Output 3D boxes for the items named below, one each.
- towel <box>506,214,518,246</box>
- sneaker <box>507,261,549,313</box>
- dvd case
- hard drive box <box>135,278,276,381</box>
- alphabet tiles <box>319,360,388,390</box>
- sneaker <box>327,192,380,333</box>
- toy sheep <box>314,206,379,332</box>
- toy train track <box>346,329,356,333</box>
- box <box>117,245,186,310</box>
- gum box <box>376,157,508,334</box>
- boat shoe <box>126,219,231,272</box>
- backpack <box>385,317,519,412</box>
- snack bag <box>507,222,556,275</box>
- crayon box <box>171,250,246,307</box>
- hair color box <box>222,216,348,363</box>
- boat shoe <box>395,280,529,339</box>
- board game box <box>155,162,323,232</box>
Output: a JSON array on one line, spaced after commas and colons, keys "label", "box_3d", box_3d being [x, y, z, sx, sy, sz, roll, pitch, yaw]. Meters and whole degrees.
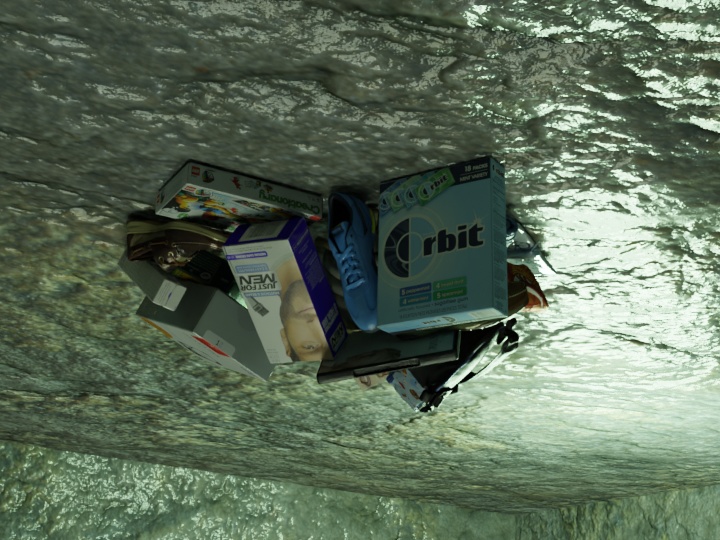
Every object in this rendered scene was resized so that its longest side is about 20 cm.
[{"label": "towel", "box_3d": [0.143, -0.028, 1.574, 0.111, 0.049, 0.200, 0, 155, -17]}, {"label": "sneaker", "box_3d": [0.221, 0.031, 1.635, 0.077, 0.073, 0.200, -36, 150, 23]}, {"label": "dvd case", "box_3d": [0.043, 0.108, 1.544, 0.199, 0.018, 0.143, -11, -163, 11]}, {"label": "hard drive box", "box_3d": [-0.230, 0.086, 1.685, 0.156, 0.077, 0.200, 38, 163, -32]}, {"label": "alphabet tiles", "box_3d": [-0.005, 0.098, 1.778, 0.167, 0.008, 0.201, -27, 110, 14]}, {"label": "sneaker", "box_3d": [-0.012, -0.013, 1.462, 0.066, 0.201, 0.078, -23, 150, 25]}, {"label": "toy sheep", "box_3d": [0.000, 0.000, 1.580, 0.137, 0.138, 0.201, 4, 123, -3]}, {"label": "toy train track", "box_3d": [-0.067, 0.085, 1.719, 0.199, 0.033, 0.115, 15, 160, -27]}, {"label": "box", "box_3d": [-0.315, 0.008, 1.638, 0.039, 0.042, 0.200, 26, -178, -31]}, {"label": "gum box", "box_3d": [0.103, -0.030, 1.401, 0.169, 0.201, 0.044, -11, 157, 32]}, {"label": "boat shoe", "box_3d": [-0.264, -0.032, 1.564, 0.199, 0.072, 0.072, 5, 173, 36]}, {"label": "backpack", "box_3d": [0.118, 0.131, 1.698, 0.200, 0.154, 0.191, -34, 163, -23]}, {"label": "snack bag", "box_3d": [0.185, -0.022, 1.670, 0.187, 0.022, 0.200, -6, 158, 22]}, {"label": "crayon box", "box_3d": [-0.229, 0.026, 1.734, 0.125, 0.052, 0.200, 26, 165, 16]}, {"label": "hair color box", "box_3d": [-0.103, 0.031, 1.529, 0.109, 0.065, 0.201, -6, 121, 27]}, {"label": "boat shoe", "box_3d": [0.132, 0.040, 1.518, 0.199, 0.074, 0.076, -13, -161, 10]}, {"label": "board game box", "box_3d": [-0.168, -0.090, 1.509, 0.199, 0.035, 0.126, 13, 158, -26]}]
